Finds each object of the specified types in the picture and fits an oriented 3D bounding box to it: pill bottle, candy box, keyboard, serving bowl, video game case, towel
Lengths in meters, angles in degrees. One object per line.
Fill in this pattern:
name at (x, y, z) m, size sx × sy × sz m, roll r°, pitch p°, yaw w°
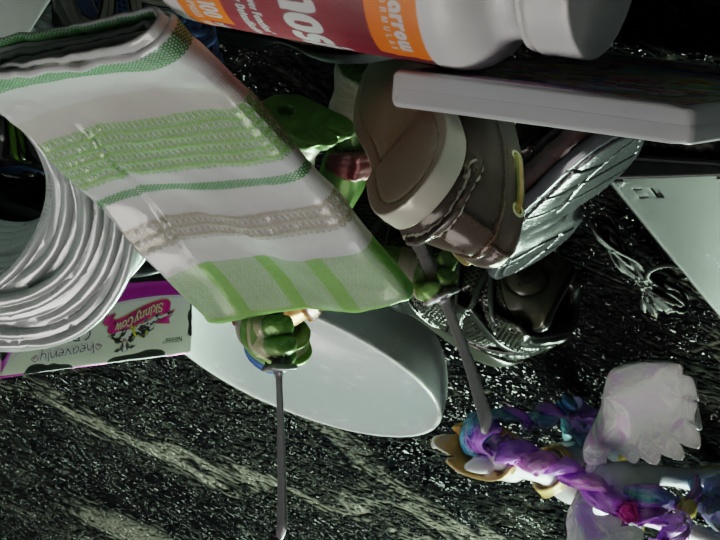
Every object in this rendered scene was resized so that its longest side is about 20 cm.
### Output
pill bottle at (0.014, -0.149, 1.163) m, size 0.199 × 0.113 × 0.113 m, roll 12°, pitch 157°, yaw 25°
candy box at (-0.212, 0.008, 1.693) m, size 0.136 × 0.061 × 0.200 m, roll -6°, pitch -162°, yaw -33°
keyboard at (0.189, -0.007, 1.471) m, size 0.127 × 0.021 × 0.200 m, roll 0°, pitch 149°, yaw 34°
serving bowl at (-0.031, 0.033, 1.728) m, size 0.199 × 0.066 × 0.200 m, roll 19°, pitch 159°, yaw 7°
video game case at (0.125, -0.079, 1.204) m, size 0.143 × 0.018 × 0.200 m, roll 9°, pitch -169°, yaw 30°
towel at (-0.083, -0.042, 1.281) m, size 0.149 × 0.031 × 0.200 m, roll -4°, pitch 138°, yaw 45°

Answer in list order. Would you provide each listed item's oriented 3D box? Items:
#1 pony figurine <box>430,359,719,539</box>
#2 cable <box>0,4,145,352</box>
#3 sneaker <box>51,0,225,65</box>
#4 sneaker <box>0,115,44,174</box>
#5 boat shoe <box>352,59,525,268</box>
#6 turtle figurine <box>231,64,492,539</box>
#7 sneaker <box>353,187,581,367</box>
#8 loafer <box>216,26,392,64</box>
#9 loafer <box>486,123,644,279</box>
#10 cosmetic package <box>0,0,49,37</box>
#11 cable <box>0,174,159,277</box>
pony figurine at (0.165, 0.141, 1.714) m, size 0.200 × 0.167 × 0.193 m, roll 20°, pitch 174°, yaw -42°
cable at (-0.205, -0.054, 1.488) m, size 0.199 × 0.069 × 0.201 m, roll -13°, pitch 106°, yaw 23°
sneaker at (-0.107, -0.142, 1.285) m, size 0.077 × 0.076 × 0.200 m, roll -13°, pitch 115°, yaw 37°
sneaker at (-0.198, -0.097, 1.567) m, size 0.083 × 0.071 × 0.199 m, roll 28°, pitch 163°, yaw -32°
boat shoe at (0.041, -0.067, 1.263) m, size 0.059 × 0.200 × 0.072 m, roll 36°, pitch 112°, yaw -19°
turtle figurine at (0.000, 0.000, 1.421) m, size 0.143 × 0.200 × 0.194 m, roll -6°, pitch 128°, yaw -18°
sneaker at (0.047, -0.007, 1.542) m, size 0.199 × 0.076 × 0.114 m, roll 28°, pitch 157°, yaw -24°
loafer at (-0.021, -0.143, 1.284) m, size 0.200 × 0.072 × 0.063 m, roll 4°, pitch 144°, yaw 47°
loafer at (0.089, -0.054, 1.393) m, size 0.063 × 0.072 × 0.200 m, roll 60°, pitch 162°, yaw 11°
cosmetic package at (-0.231, -0.130, 1.320) m, size 0.081 × 0.200 × 0.113 m, roll 27°, pitch 174°, yaw 44°
cable at (-0.174, -0.038, 1.646) m, size 0.163 × 0.051 × 0.200 m, roll -7°, pitch -165°, yaw -23°
